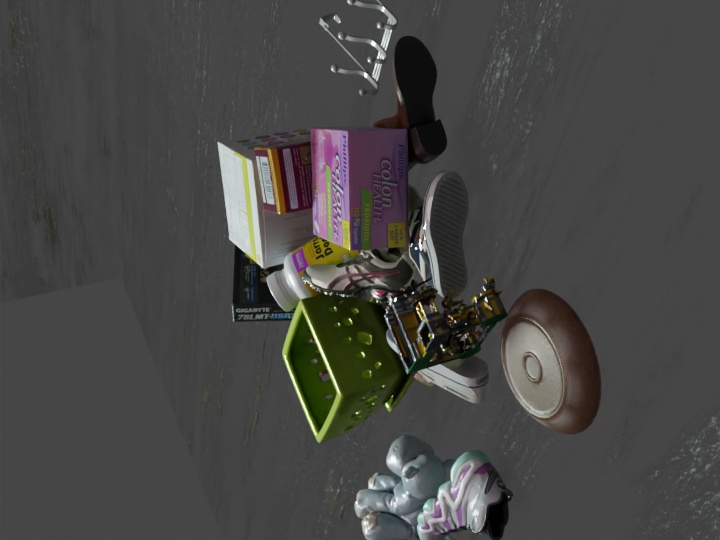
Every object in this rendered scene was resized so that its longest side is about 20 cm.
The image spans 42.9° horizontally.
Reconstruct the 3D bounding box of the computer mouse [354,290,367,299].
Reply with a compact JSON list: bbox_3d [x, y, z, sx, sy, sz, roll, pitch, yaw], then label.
[{"bbox_3d":[-0.018,0.048,1.749,0.110,0.044,0.201,48,143,46],"label":"computer mouse"}]

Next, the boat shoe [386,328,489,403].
[{"bbox_3d":[0.120,0.146,1.443,0.199,0.072,0.066,23,130,36],"label":"boat shoe"}]

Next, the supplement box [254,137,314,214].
[{"bbox_3d":[-0.067,-0.169,1.553,0.086,0.199,0.111,19,119,63],"label":"supplement box"}]

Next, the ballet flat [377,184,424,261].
[{"bbox_3d":[0.063,-0.049,1.499,0.062,0.067,0.201,45,143,31],"label":"ballet flat"}]

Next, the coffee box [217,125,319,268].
[{"bbox_3d":[-0.135,-0.146,1.717,0.198,0.199,0.201,33,132,58],"label":"coffee box"}]

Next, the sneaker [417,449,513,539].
[{"bbox_3d":[0.171,0.396,1.433,0.140,0.077,0.201,49,128,37],"label":"sneaker"}]

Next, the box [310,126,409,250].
[{"bbox_3d":[-0.005,-0.133,1.426,0.200,0.096,0.177,-153,61,-68],"label":"box"}]

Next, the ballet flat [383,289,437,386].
[{"bbox_3d":[0.085,0.097,1.522,0.057,0.066,0.201,-42,65,52],"label":"ballet flat"}]

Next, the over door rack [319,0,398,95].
[{"bbox_3d":[-0.017,-0.402,1.489,0.200,0.066,0.148,62,151,30],"label":"over door rack"}]

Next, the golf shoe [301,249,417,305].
[{"bbox_3d":[0.000,0.000,1.504,0.199,0.077,0.089,7,108,18],"label":"golf shoe"}]

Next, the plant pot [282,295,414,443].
[{"bbox_3d":[-0.011,0.159,1.622,0.201,0.181,0.199,64,154,26],"label":"plant pot"}]

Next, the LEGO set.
[{"bbox_3d":[0.115,0.057,1.325,0.200,0.153,0.116,96,154,-67],"label":"LEGO set"}]

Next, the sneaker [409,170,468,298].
[{"bbox_3d":[0.111,-0.059,1.366,0.079,0.078,0.201,32,132,50],"label":"sneaker"}]

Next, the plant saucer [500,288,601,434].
[{"bbox_3d":[0.242,0.126,1.226,0.200,0.036,0.201,44,141,52],"label":"plant saucer"}]

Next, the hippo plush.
[{"bbox_3d":[0.078,0.378,1.564,0.200,0.159,0.161,50,145,46],"label":"hippo plush"}]

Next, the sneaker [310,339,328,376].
[{"bbox_3d":[-0.058,0.134,1.799,0.201,0.097,0.071,84,167,-56],"label":"sneaker"}]

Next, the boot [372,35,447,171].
[{"bbox_3d":[0.066,-0.246,1.422,0.189,0.068,0.200,70,164,-2],"label":"boot"}]

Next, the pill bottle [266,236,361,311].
[{"bbox_3d":[-0.062,-0.008,1.610,0.104,0.199,0.104,57,-170,-16],"label":"pill bottle"}]

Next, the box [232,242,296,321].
[{"bbox_3d":[-0.142,0.017,1.747,0.200,0.197,0.050,-96,6,-52],"label":"box"}]
